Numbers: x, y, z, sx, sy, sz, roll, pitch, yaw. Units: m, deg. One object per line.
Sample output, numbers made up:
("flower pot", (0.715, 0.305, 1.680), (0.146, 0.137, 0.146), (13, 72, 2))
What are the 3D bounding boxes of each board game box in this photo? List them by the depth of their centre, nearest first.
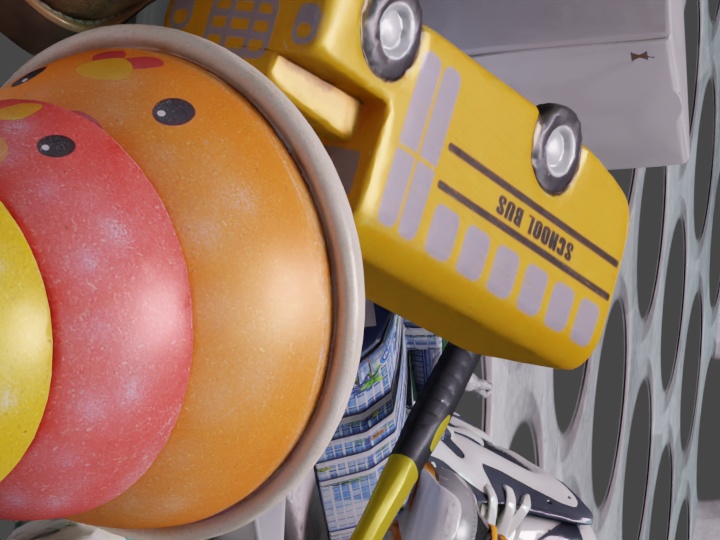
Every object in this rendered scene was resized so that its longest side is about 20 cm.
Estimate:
("board game box", (0.000, 0.000, 0.935), (0.200, 0.061, 0.201), (80, 2, -60))

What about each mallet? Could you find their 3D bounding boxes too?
("mallet", (0.013, 0.085, 0.819), (0.200, 0.041, 0.066), (-55, 150, -44))

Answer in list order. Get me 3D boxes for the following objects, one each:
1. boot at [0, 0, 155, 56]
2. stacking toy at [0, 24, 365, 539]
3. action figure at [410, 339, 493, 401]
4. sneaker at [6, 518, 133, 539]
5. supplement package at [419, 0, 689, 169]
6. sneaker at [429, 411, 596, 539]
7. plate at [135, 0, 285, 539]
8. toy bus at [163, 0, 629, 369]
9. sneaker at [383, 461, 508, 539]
("boot", (-0.054, -0.134, 0.714), (0.074, 0.075, 0.200), (45, 30, -10))
("stacking toy", (-0.103, 0.014, 0.565), (0.200, 0.145, 0.147), (-13, 108, -59))
("action figure", (0.046, 0.022, 1.100), (0.200, 0.054, 0.119), (-72, 175, -88))
("sneaker", (-0.095, 0.091, 0.714), (0.200, 0.070, 0.094), (46, 34, -70))
("supplement package", (0.086, -0.159, 1.029), (0.121, 0.119, 0.202), (65, 23, -63))
("sneaker", (0.066, 0.135, 1.157), (0.080, 0.129, 0.199), (-63, 170, 4))
("plate", (-0.054, -0.009, 0.802), (0.201, 0.032, 0.201), (-91, 174, -47))
("toy bus", (0.014, -0.032, 0.721), (0.200, 0.065, 0.079), (28, 76, -53))
("sneaker", (0.044, 0.144, 1.006), (0.200, 0.077, 0.079), (88, 17, -65))
